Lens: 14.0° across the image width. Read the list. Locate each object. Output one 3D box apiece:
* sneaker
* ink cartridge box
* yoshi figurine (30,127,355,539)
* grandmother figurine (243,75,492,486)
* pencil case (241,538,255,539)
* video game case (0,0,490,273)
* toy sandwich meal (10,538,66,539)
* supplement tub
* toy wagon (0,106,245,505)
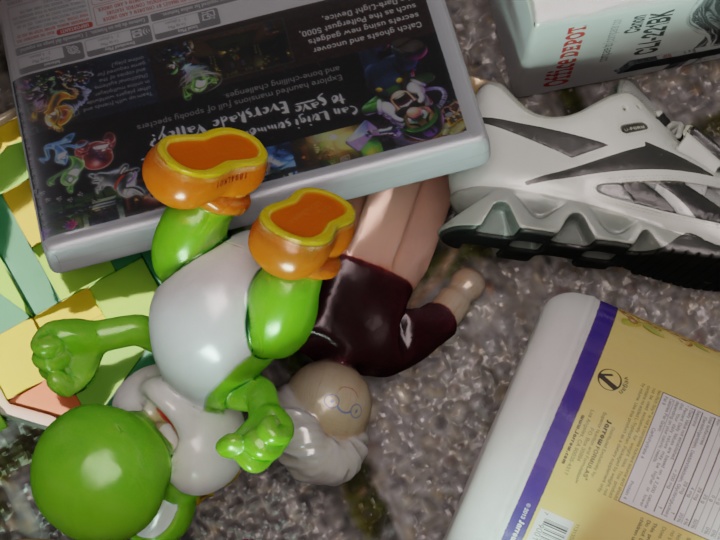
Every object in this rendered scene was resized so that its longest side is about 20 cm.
[{"bbox_3d":[0.138,-0.041,1.333,0.200,0.074,0.089,11,75,-14],"label":"sneaker"},{"bbox_3d":[0.159,-0.148,1.324,0.200,0.144,0.084,-10,81,-2],"label":"ink cartridge box"},{"bbox_3d":[-0.082,0.046,1.248,0.112,0.112,0.200,11,124,-17],"label":"yoshi figurine"},{"bbox_3d":[0.000,0.000,1.337,0.121,0.061,0.200,17,79,-8],"label":"grandmother figurine"},{"bbox_3d":[-0.082,0.218,1.296,0.200,0.091,0.094,-44,116,-5],"label":"pencil case"},{"bbox_3d":[-0.058,-0.096,1.328,0.200,0.023,0.182,-14,53,-1],"label":"video game case"},{"bbox_3d":[-0.158,0.200,1.235,0.205,0.205,0.070,-26,126,-5],"label":"toy sandwich meal"},{"bbox_3d":[0.148,0.109,1.282,0.200,0.145,0.145,23,81,3],"label":"supplement tub"},{"bbox_3d":[-0.117,0.016,1.347,0.155,0.040,0.200,-29,82,-5],"label":"toy wagon"}]
